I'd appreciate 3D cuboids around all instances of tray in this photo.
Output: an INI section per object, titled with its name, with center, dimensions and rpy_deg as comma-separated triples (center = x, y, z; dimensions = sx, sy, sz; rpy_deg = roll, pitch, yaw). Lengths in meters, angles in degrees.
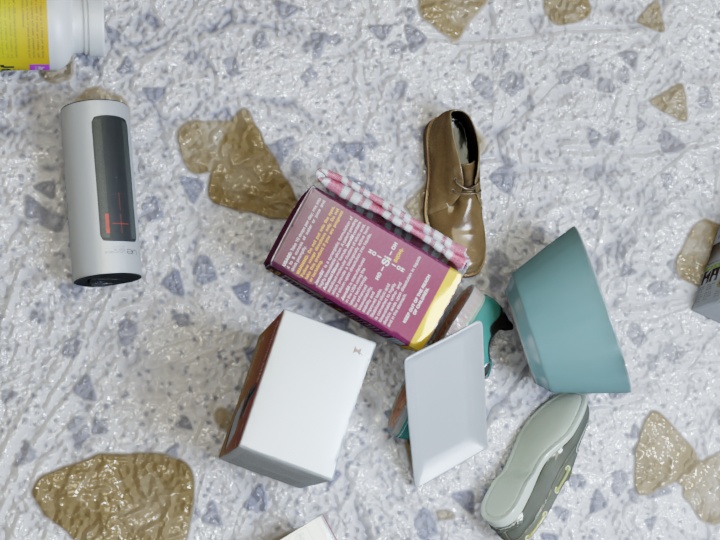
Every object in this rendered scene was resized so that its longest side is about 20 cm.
[tray]
center = 0.094, 0.149, 1.540
dimensions = 0.106, 0.202, 0.022
rpy_deg = -25, 42, -22

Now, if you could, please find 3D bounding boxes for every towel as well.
[towel]
center = 0.036, -0.054, 1.554
dimensions = 0.198, 0.146, 0.030
rpy_deg = 31, 88, 5

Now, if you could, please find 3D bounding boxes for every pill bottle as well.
[pill bottle]
center = -0.390, -0.278, 1.540
dimensions = 0.197, 0.104, 0.106
rpy_deg = -3, 80, -12

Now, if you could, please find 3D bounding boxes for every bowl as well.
[bowl]
center = 0.232, 0.060, 1.579
dimensions = 0.104, 0.201, 0.203
rpy_deg = -18, 83, 5

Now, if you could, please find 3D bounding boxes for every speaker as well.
[speaker]
center = -0.293, -0.085, 1.538
dimensions = 0.080, 0.081, 0.203
rpy_deg = -4, 80, -13

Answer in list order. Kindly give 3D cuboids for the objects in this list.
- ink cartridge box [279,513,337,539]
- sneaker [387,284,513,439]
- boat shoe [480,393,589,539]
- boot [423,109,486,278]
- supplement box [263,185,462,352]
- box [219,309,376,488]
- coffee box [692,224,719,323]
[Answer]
[ink cartridge box]
center = -0.104, 0.364, 1.500
dimensions = 0.198, 0.050, 0.110
rpy_deg = -29, 86, -12
[sneaker]
center = 0.109, 0.120, 1.588
dimensions = 0.079, 0.071, 0.201
rpy_deg = 35, 80, -9
[boat shoe]
center = 0.213, 0.229, 1.593
dimensions = 0.202, 0.072, 0.061
rpy_deg = -52, 121, -26
[boot]
center = 0.117, -0.093, 1.629
dimensions = 0.073, 0.075, 0.203
rpy_deg = -6, 83, -17
[supplement box]
center = 0.000, 0.000, 1.550
dimensions = 0.198, 0.131, 0.104
rpy_deg = 30, 86, -6
[box]
center = -0.073, 0.143, 1.478
dimensions = 0.105, 0.200, 0.154
rpy_deg = 20, 75, -7
[coffee box]
center = 0.505, -0.025, 1.695
dimensions = 0.113, 0.080, 0.202
rpy_deg = 23, 76, -7
